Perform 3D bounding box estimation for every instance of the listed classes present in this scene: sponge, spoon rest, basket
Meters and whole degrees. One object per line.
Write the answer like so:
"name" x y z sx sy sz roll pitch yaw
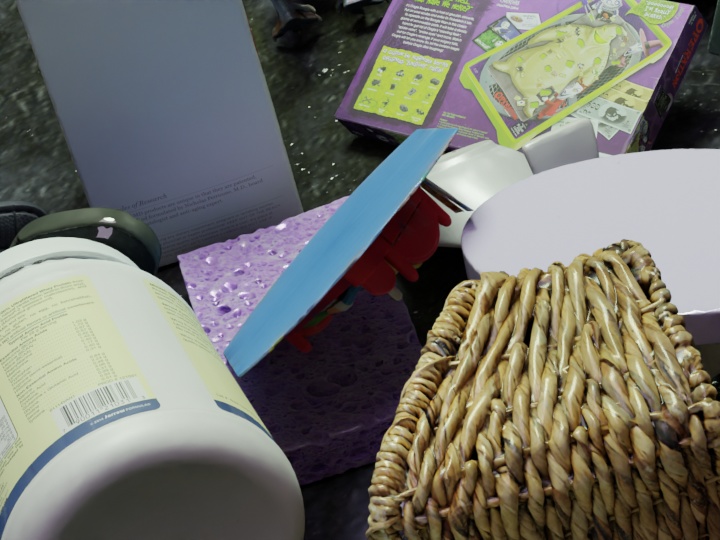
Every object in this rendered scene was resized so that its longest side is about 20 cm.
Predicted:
"sponge" -0.028 0.036 1.236 0.111 0.030 0.200 -18 36 -3
"spoon rest" 0.073 -0.038 1.235 0.099 0.061 0.200 -24 5 -18
"basket" 0.070 0.097 0.965 0.149 0.200 0.143 -17 43 -2

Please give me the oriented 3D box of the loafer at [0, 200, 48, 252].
"loafer" -0.271 0.013 1.328 0.200 0.072 0.063 -34 33 -21

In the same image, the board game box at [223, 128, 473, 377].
"board game box" 0.000 0.000 1.161 0.158 0.039 0.200 -49 7 -2

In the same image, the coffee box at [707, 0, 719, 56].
"coffee box" 0.284 -0.128 1.240 0.123 0.044 0.200 21 21 28

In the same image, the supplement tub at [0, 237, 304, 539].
"supplement tub" -0.124 0.084 1.110 0.145 0.145 0.200 -24 36 -10

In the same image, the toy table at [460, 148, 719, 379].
"toy table" 0.157 0.023 1.109 0.200 0.117 0.184 7 41 28

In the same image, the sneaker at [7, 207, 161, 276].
"sneaker" -0.187 0.044 1.221 0.199 0.076 0.114 -25 38 26

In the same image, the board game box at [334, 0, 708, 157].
"board game box" 0.091 -0.116 1.353 0.200 0.032 0.120 17 78 36

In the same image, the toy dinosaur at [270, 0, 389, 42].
"toy dinosaur" -0.038 -0.251 1.516 0.105 0.200 0.182 -20 79 11

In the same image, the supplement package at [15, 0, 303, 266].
"supplement package" -0.120 -0.119 1.333 0.120 0.200 0.121 -18 37 -2
